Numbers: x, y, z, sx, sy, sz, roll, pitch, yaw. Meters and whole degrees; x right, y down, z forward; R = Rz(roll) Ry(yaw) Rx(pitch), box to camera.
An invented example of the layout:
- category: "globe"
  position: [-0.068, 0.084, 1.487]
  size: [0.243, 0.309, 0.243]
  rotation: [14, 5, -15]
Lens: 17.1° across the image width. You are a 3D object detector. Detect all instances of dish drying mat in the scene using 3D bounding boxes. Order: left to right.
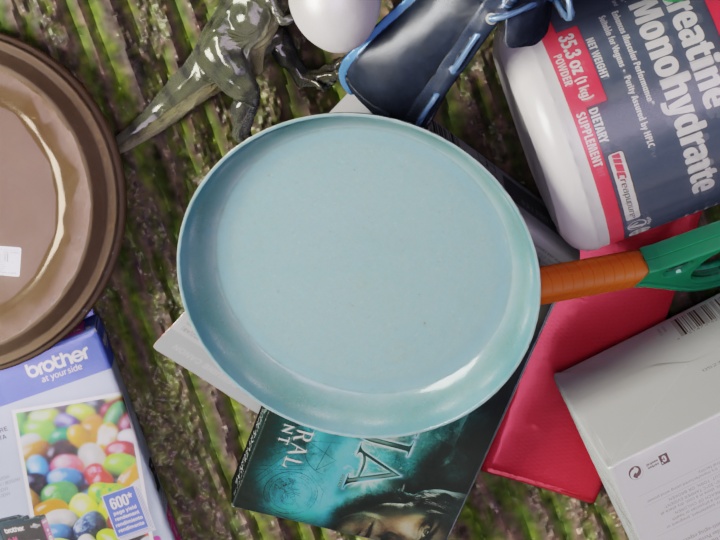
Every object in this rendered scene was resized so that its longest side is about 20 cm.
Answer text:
- category: "dish drying mat"
  position: [0.138, 0.037, 1.422]
  size: [0.076, 0.018, 0.201]
  rotation: [17, 104, -9]

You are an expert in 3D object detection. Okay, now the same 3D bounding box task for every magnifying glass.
- category: "magnifying glass"
  position: [0.171, -0.005, 1.351]
  size: [0.199, 0.080, 0.022]
  rotation: [-12, 70, -32]

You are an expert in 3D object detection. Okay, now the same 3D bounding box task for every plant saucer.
- category: "plant saucer"
  position: [-0.232, -0.038, 1.352]
  size: [0.199, 0.029, 0.201]
  rotation: [0, 95, 2]
- category: "plant saucer"
  position: [0.000, 0.000, 1.299]
  size: [0.199, 0.027, 0.201]
  rotation: [4, 120, 8]

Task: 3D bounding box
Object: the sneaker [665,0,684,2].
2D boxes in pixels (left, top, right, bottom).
- category: "sneaker"
  position: [0.149, -0.186, 1.255]
  size: [0.074, 0.199, 0.084]
  rotation: [32, 71, -43]

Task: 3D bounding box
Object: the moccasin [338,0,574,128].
- category: "moccasin"
  position: [0.075, -0.147, 1.253]
  size: [0.068, 0.080, 0.200]
  rotation: [47, 126, -3]

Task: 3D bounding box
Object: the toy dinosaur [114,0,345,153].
- category: "toy dinosaur"
  position: [-0.063, -0.113, 1.355]
  size: [0.088, 0.048, 0.200]
  rotation: [36, 111, -18]

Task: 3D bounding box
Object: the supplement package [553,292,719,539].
- category: "supplement package"
  position: [0.246, 0.125, 1.376]
  size: [0.190, 0.147, 0.201]
  rotation: [-26, 110, 2]

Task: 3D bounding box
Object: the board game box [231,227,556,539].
- category: "board game box"
  position: [0.018, 0.070, 1.380]
  size: [0.135, 0.028, 0.201]
  rotation: [14, 122, -12]

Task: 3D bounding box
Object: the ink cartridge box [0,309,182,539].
- category: "ink cartridge box"
  position: [-0.187, 0.109, 1.408]
  size: [0.119, 0.042, 0.201]
  rotation: [-18, 103, 1]

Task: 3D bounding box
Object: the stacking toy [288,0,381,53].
- category: "stacking toy"
  position: [-0.036, -0.209, 1.229]
  size: [0.145, 0.146, 0.201]
  rotation: [-14, 105, 0]

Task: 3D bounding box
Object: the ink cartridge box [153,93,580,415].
- category: "ink cartridge box"
  position: [0.002, 0.006, 1.382]
  size: [0.162, 0.057, 0.200]
  rotation: [34, 120, -25]

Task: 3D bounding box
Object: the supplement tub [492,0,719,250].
- category: "supplement tub"
  position: [0.185, -0.106, 1.324]
  size: [0.199, 0.140, 0.141]
  rotation: [-21, 105, 2]
